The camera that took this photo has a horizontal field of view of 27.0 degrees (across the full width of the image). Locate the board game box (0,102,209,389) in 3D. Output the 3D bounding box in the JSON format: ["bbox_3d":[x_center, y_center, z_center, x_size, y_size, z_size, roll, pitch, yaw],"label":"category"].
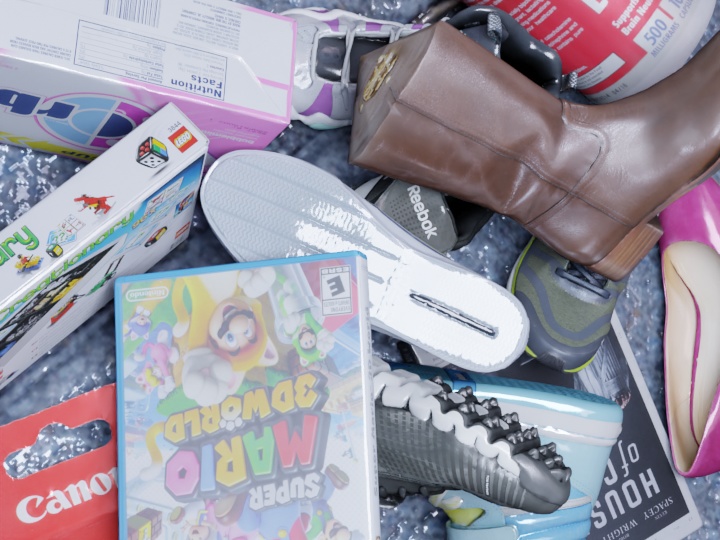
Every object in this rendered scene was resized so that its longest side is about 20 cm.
[{"bbox_3d":[-0.168,0.006,0.794,0.035,0.126,0.200,46,67,8],"label":"board game box"}]

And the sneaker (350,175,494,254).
[{"bbox_3d":[0.013,-0.025,0.899,0.199,0.090,0.067,-29,95,-24],"label":"sneaker"}]

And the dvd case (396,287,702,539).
[{"bbox_3d":[0.125,0.108,0.969,0.150,0.025,0.201,-25,93,-24],"label":"dvd case"}]

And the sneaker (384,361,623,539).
[{"bbox_3d":[0.049,0.126,0.891,0.198,0.080,0.132,8,94,5],"label":"sneaker"}]

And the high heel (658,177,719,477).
[{"bbox_3d":[0.218,0.033,0.991,0.096,0.067,0.202,-23,106,-44],"label":"high heel"}]

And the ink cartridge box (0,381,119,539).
[{"bbox_3d":[-0.136,0.171,0.810,0.160,0.050,0.201,-21,95,-8],"label":"ink cartridge box"}]

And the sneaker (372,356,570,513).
[{"bbox_3d":[0.016,0.097,0.809,0.199,0.066,0.091,24,98,22],"label":"sneaker"}]

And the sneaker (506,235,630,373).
[{"bbox_3d":[0.149,-0.028,0.944,0.073,0.081,0.201,24,62,-3],"label":"sneaker"}]

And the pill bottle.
[{"bbox_3d":[0.120,-0.200,0.957,0.199,0.112,0.113,34,71,-17],"label":"pill bottle"}]

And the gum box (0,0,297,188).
[{"bbox_3d":[-0.138,-0.108,0.825,0.199,0.113,0.067,12,69,-22],"label":"gum box"}]

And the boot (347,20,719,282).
[{"bbox_3d":[0.107,-0.102,0.833,0.199,0.064,0.187,26,109,-17],"label":"boot"}]

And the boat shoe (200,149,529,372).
[{"bbox_3d":[0.000,0.000,0.836,0.199,0.062,0.072,31,86,-1],"label":"boat shoe"}]

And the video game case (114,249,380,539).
[{"bbox_3d":[-0.060,0.096,0.779,0.142,0.018,0.202,-6,79,18],"label":"video game case"}]

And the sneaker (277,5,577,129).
[{"bbox_3d":[0.036,-0.128,0.894,0.199,0.140,0.078,4,82,-24],"label":"sneaker"}]
